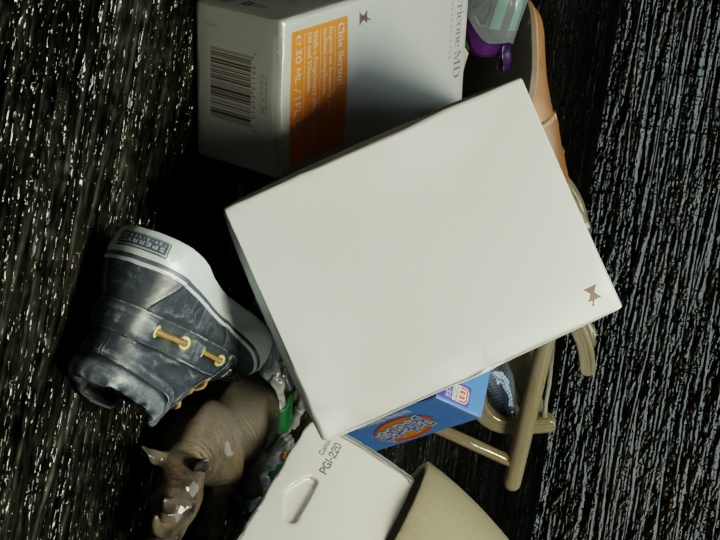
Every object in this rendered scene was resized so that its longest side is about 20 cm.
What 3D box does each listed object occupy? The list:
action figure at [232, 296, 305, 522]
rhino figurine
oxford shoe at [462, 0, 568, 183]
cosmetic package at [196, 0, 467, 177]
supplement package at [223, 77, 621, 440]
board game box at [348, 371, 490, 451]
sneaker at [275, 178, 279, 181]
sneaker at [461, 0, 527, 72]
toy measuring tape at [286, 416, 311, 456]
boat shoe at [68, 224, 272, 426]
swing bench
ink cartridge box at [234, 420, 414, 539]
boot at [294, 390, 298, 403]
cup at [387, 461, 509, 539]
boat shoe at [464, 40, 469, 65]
[{"bbox_3d":[-0.066,0.107,1.184,0.118,0.054,0.201,-62,161,-59],"label":"action figure"},{"bbox_3d":[-0.100,0.120,1.028,0.200,0.060,0.088,-44,148,-71],"label":"rhino figurine"},{"bbox_3d":[0.115,-0.094,1.153,0.071,0.071,0.201,-3,96,-38],"label":"oxford shoe"},{"bbox_3d":[-0.014,-0.138,1.043,0.200,0.071,0.102,-28,127,-48],"label":"cosmetic package"},{"bbox_3d":[0.028,-0.009,1.003,0.200,0.191,0.148,-167,-127,-86],"label":"supplement package"},{"bbox_3d":[0.049,0.026,1.215,0.152,0.045,0.201,-25,-134,54],"label":"board game box"},{"bbox_3d":[-0.006,-0.108,1.238,0.200,0.078,0.076,-38,144,-45],"label":"sneaker"},{"bbox_3d":[0.039,-0.204,1.151,0.074,0.200,0.088,-3,113,-39],"label":"sneaker"},{"bbox_3d":[-0.039,0.170,1.311,0.200,0.073,0.074,95,11,-60],"label":"toy measuring tape"},{"bbox_3d":[-0.113,0.049,0.937,0.200,0.071,0.091,58,53,-67],"label":"boat shoe"},{"bbox_3d":[0.123,0.033,1.348,0.199,0.129,0.200,-79,-165,-56],"label":"swing bench"},{"bbox_3d":[-0.058,0.215,1.052,0.200,0.085,0.146,-62,177,40],"label":"ink cartridge box"},{"bbox_3d":[-0.006,0.069,1.357,0.144,0.070,0.202,91,19,-52],"label":"boot"},{"bbox_3d":[0.052,0.250,1.072,0.201,0.143,0.200,-58,179,-1],"label":"cup"},{"bbox_3d":[0.069,-0.223,1.257,0.200,0.060,0.074,56,7,-2],"label":"boat shoe"}]
